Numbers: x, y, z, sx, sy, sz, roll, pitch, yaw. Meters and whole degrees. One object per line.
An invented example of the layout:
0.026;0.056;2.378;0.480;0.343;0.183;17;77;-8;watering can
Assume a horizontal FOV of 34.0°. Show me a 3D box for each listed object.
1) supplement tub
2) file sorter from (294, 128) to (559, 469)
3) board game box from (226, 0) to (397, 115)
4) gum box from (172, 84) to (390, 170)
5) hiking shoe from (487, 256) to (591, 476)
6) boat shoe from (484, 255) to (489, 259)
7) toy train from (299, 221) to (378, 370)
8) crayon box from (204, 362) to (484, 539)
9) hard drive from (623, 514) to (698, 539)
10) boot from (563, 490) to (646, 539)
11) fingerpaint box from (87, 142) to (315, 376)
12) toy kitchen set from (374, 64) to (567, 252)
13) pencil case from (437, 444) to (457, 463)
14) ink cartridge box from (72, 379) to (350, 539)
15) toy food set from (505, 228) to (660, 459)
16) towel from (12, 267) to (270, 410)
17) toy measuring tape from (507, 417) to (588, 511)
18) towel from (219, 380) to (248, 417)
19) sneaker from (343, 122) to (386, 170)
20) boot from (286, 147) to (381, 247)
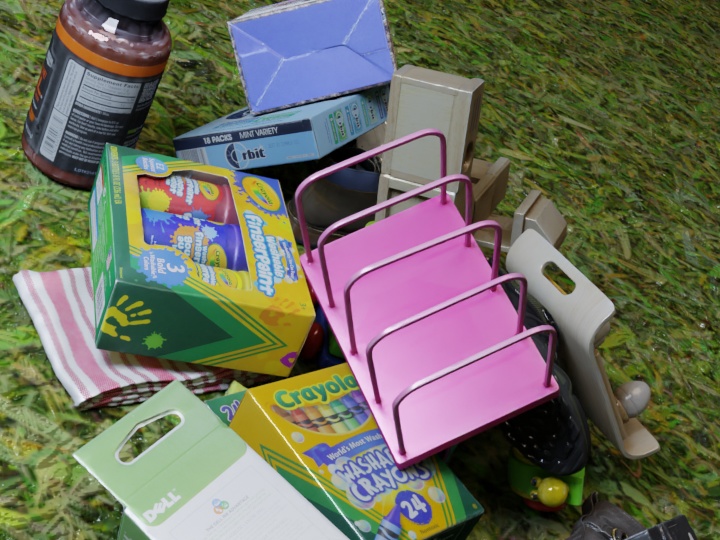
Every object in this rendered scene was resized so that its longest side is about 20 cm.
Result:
-0.239;-0.183;1.088;0.106;0.201;0.107;20;32;-13;supplement tub
0.046;0.015;0.892;0.138;0.126;0.201;-23;61;-8;file sorter
-0.045;-0.244;1.265;0.158;0.098;0.200;-12;15;5;board game box
-0.070;-0.153;1.234;0.169;0.045;0.200;-5;18;29;gum box
0.148;0.073;0.999;0.100;0.076;0.201;-15;75;-51;hiking shoe
0.099;0.012;1.198;0.076;0.072;0.200;40;28;15;boat shoe
0.000;0.000;1.102;0.084;0.116;0.201;19;34;-16;toy train
-0.014;0.144;0.913;0.125;0.052;0.200;-11;49;-46;crayon box
0.264;0.290;0.892;0.139;0.038;0.201;11;51;-63;hard drive
0.224;0.274;0.953;0.173;0.069;0.201;-5;53;-53;boot
-0.140;-0.013;1.001;0.165;0.074;0.201;11;34;-22;fingerpaint box
0.130;-0.115;1.164;0.162;0.182;0.200;15;28;17;toy kitchen set
0.093;0.110;1.044;0.199;0.085;0.093;-21;94;-53;pencil case
-0.098;0.180;0.809;0.200;0.060;0.104;40;49;16;ink cartridge box
0.210;0.067;1.084;0.060;0.201;0.144;-31;40;-6;toy food set
-0.176;0.044;0.986;0.199;0.030;0.147;-5;45;-41;towel
0.171;0.165;1.068;0.073;0.074;0.200;32;17;4;toy measuring tape
-0.039;0.174;0.921;0.199;0.023;0.144;30;33;0;towel
0.036;-0.121;1.358;0.087;0.075;0.200;-23;51;-37;sneaker
0.019;-0.072;1.234;0.199;0.097;0.075;0;42;-37;boot
